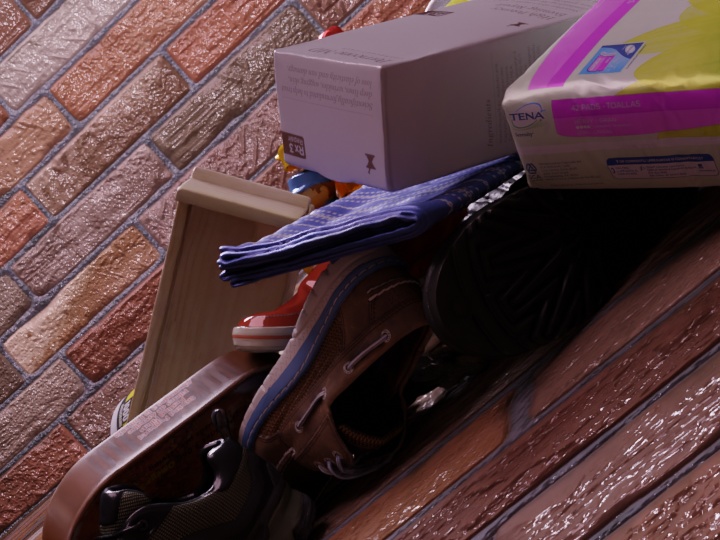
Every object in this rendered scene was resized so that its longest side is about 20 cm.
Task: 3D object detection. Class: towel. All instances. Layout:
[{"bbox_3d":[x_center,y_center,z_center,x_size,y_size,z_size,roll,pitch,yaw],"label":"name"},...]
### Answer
[{"bbox_3d":[0.023,-0.043,0.926,0.145,0.024,0.200,-14,10,34],"label":"towel"}]

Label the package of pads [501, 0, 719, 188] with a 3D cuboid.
[{"bbox_3d":[0.189,-0.116,0.840,0.154,0.068,0.200,0,33,40],"label":"package of pads"}]

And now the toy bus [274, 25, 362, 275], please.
[{"bbox_3d":[0.000,-0.090,1.305,0.200,0.192,0.136,-44,7,-13],"label":"toy bus"}]

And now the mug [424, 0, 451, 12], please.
[{"bbox_3d":[0.127,-0.140,1.151,0.175,0.200,0.148,-45,-22,7],"label":"mug"}]

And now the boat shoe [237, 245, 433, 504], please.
[{"bbox_3d":[-0.014,0.081,0.930,0.072,0.072,0.200,-12,-43,-37],"label":"boat shoe"}]

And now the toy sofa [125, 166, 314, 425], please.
[{"bbox_3d":[-0.095,0.039,1.060,0.098,0.083,0.201,-67,-8,-77],"label":"toy sofa"}]

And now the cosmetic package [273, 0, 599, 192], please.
[{"bbox_3d":[0.060,-0.108,0.922,0.200,0.074,0.102,-18,23,-35],"label":"cosmetic package"}]

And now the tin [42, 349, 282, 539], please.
[{"bbox_3d":[-0.102,0.127,0.977,0.200,0.112,0.042,-36,37,-25],"label":"tin"}]

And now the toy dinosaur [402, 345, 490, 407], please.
[{"bbox_3d":[0.018,0.073,1.025,0.200,0.047,0.088,-42,9,46],"label":"toy dinosaur"}]

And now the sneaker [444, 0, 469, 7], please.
[{"bbox_3d":[0.123,-0.177,1.036,0.200,0.076,0.076,-21,-11,18],"label":"sneaker"}]

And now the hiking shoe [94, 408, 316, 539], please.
[{"bbox_3d":[-0.123,0.172,0.907,0.200,0.101,0.076,-43,4,-18],"label":"hiking shoe"}]

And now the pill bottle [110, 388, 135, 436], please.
[{"bbox_3d":[-0.119,0.110,1.397,0.200,0.112,0.112,-39,5,34],"label":"pill bottle"}]

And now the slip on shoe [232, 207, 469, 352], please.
[{"bbox_3d":[0.000,0.000,1.004,0.200,0.061,0.074,-27,11,-31],"label":"slip on shoe"}]

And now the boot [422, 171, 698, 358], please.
[{"bbox_3d":[0.086,-0.007,0.927,0.211,0.080,0.158,-32,5,-32],"label":"boot"}]

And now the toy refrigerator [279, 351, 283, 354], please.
[{"bbox_3d":[-0.059,0.102,1.199,0.070,0.076,0.200,-45,6,-38],"label":"toy refrigerator"}]

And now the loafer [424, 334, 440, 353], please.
[{"bbox_3d":[0.034,-0.035,1.189,0.076,0.068,0.201,-23,55,44],"label":"loafer"}]
